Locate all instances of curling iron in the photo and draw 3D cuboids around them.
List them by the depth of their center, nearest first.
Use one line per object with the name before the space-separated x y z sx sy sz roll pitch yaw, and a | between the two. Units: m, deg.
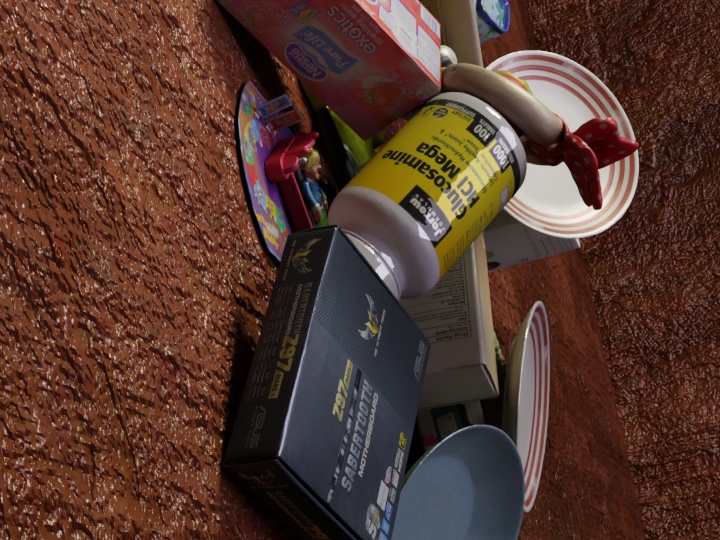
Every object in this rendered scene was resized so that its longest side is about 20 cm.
curling iron | -0.003 -0.052 1.263 0.050 0.025 0.202 27 47 -74

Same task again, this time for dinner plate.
dinner plate | 0.159 0.131 1.368 0.200 0.024 0.203 3 90 -76
dinner plate | 0.188 -0.124 1.413 0.024 0.198 0.202 141 -59 -62

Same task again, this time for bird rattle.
bird rattle | 0.138 -0.123 1.261 0.162 0.113 0.200 34 1 -28

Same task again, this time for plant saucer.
plant saucer | 0.068 0.225 1.226 0.200 0.038 0.203 -21 120 -43

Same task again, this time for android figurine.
android figurine | -0.020 -0.186 1.429 0.183 0.041 0.201 -87 158 -49

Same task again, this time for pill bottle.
pill bottle | 0.044 -0.050 1.195 0.200 0.112 0.113 -47 130 -29

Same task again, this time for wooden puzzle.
wooden puzzle | 0.057 -0.235 1.469 0.199 0.037 0.187 26 -43 47

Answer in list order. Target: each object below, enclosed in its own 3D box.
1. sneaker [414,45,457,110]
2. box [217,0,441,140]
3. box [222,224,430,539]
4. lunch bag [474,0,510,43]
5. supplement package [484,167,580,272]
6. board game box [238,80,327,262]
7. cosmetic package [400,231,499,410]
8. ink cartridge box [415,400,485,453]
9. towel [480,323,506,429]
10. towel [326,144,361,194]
sneaker | 0.038 -0.204 1.385 0.094 0.070 0.200 65 -9 -1
box | -0.024 -0.225 1.233 0.200 0.094 0.103 41 33 -32
box | -0.018 0.093 1.034 0.158 0.051 0.202 51 40 -40
lunch bag | 0.079 -0.301 1.646 0.200 0.168 0.129 4 72 -73
supplement package | 0.118 -0.065 1.501 0.114 0.198 0.111 45 33 -62
board game box | -0.046 -0.069 1.215 0.200 0.039 0.160 48 31 -60
cosmetic package | 0.068 0.023 1.321 0.071 0.104 0.202 59 25 -55
ink cartridge box | 0.094 0.168 1.409 0.116 0.067 0.202 40 36 -87
towel | 0.123 0.073 1.439 0.201 0.036 0.150 73 4 -54
towel | 0.000 0.000 1.340 0.149 0.030 0.202 56 27 -58
